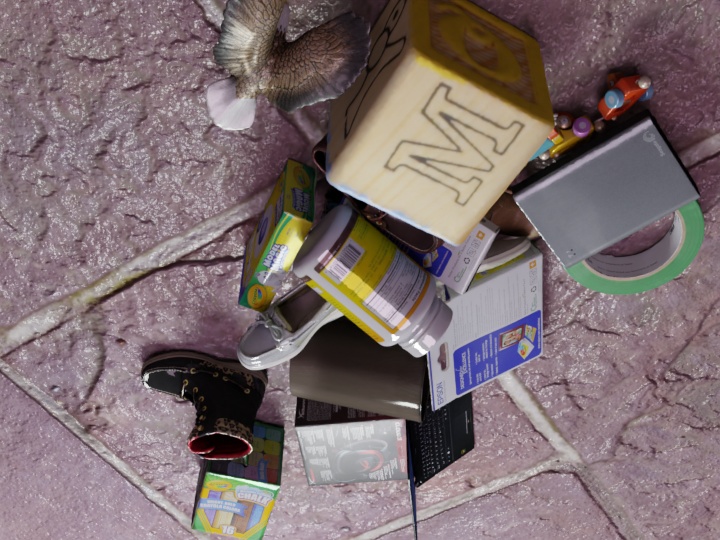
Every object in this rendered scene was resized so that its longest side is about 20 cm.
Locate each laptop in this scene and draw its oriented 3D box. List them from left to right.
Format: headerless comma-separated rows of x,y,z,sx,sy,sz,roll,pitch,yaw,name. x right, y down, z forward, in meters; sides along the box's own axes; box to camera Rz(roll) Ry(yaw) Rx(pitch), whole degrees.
0.127,0.293,1.694,0.198,0.103,0.179,-29,135,-24,laptop

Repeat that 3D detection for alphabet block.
0.088,-0.189,1.291,0.194,0.197,0.201,23,129,-20,alphabet block

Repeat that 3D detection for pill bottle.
0.019,0.018,1.376,0.199,0.110,0.109,40,122,-13,pill bottle

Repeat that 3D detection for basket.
0.003,0.139,1.605,0.196,0.180,0.139,7,99,8,basket

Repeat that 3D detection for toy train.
0.257,-0.193,1.344,0.198,0.056,0.150,-19,161,-31,toy train

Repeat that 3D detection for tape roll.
0.362,-0.058,1.488,0.196,0.049,0.203,1,131,1,tape roll

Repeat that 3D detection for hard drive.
0.313,-0.101,1.401,0.198,0.033,0.140,-30,119,23,hard drive

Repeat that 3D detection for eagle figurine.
-0.098,-0.257,1.268,0.150,0.199,0.154,-15,93,-27,eagle figurine

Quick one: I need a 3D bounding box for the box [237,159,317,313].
-0.106,-0.053,1.459,0.048,0.118,0.201,20,127,-17,box

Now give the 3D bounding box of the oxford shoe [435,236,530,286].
0.133,-0.019,1.465,0.197,0.075,0.059,-17,88,-5,oxford shoe

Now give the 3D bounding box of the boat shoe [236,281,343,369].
-0.082,0.054,1.449,0.200,0.075,0.065,-32,146,-2,boat shoe

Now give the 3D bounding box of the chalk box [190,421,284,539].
-0.192,0.323,1.775,0.122,0.126,0.202,13,131,-9,chalk box

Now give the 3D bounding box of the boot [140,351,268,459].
-0.242,0.205,1.657,0.196,0.152,0.074,10,131,-7,boot

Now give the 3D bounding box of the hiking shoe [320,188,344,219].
-0.027,-0.070,1.481,0.086,0.075,0.200,39,111,-22,hiking shoe

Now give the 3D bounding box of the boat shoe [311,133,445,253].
0.020,-0.090,1.357,0.200,0.070,0.071,42,126,5,boat shoe

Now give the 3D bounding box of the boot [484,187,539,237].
0.161,-0.073,1.464,0.197,0.076,0.074,16,127,-14,boot

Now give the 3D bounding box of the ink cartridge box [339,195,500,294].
0.072,-0.062,1.404,0.198,0.037,0.096,31,113,8,ink cartridge box

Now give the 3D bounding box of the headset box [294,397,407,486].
0.003,0.264,1.751,0.196,0.076,0.150,-5,130,6,headset box

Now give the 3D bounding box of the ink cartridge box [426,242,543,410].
0.170,0.080,1.558,0.197,0.047,0.200,-23,133,-16,ink cartridge box
